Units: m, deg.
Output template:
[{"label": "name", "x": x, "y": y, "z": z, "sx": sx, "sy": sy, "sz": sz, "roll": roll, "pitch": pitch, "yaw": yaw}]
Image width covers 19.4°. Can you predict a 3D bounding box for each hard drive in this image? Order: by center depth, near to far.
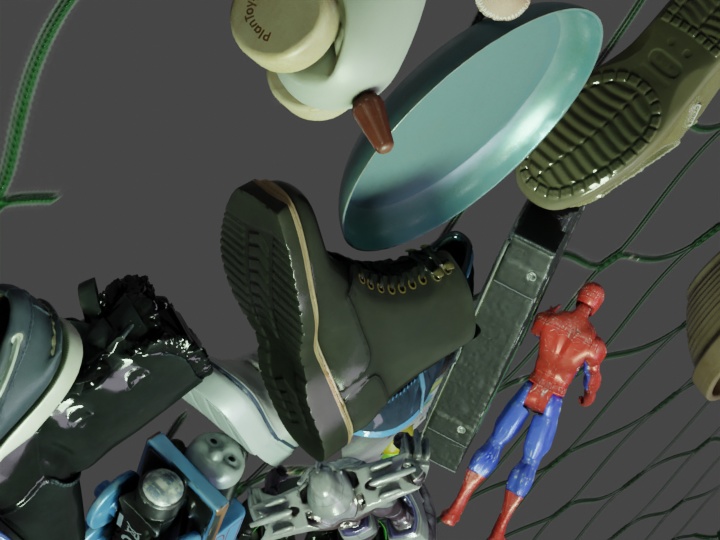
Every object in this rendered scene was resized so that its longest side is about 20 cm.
[{"label": "hard drive", "x": 0.102, "y": 0.025, "z": 1.454, "sx": 0.140, "sy": 0.038, "sz": 0.201, "roll": -55, "pitch": 169, "yaw": -53}]

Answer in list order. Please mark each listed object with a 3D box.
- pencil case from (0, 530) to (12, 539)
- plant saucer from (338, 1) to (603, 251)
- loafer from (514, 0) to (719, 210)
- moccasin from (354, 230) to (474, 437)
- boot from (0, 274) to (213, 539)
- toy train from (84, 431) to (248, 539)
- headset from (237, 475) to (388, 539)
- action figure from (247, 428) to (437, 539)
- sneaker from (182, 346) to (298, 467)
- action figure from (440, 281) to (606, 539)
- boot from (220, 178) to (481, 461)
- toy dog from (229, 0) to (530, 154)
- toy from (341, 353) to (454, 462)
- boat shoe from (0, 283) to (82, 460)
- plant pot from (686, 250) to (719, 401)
[{"label": "pencil case", "x": -0.243, "y": 0.196, "z": 1.145, "sx": 0.086, "sy": 0.079, "sz": 0.200, "roll": 5, "pitch": 156, "yaw": -36}, {"label": "plant saucer", "x": 0.061, "y": -0.090, "z": 1.254, "sx": 0.199, "sy": 0.027, "sz": 0.200, "roll": -35, "pitch": 160, "yaw": -14}, {"label": "loafer", "x": 0.187, "y": -0.108, "z": 1.378, "sx": 0.200, "sy": 0.076, "sz": 0.067, "roll": -41, "pitch": 155, "yaw": 1}, {"label": "moccasin", "x": 0.023, "y": 0.033, "z": 1.368, "sx": 0.200, "sy": 0.080, "sz": 0.069, "roll": -61, "pitch": 167, "yaw": -57}, {"label": "boot", "x": -0.153, "y": 0.088, "z": 1.178, "sx": 0.162, "sy": 0.073, "sz": 0.198, "roll": -39, "pitch": 157, "yaw": -3}, {"label": "toy train", "x": -0.131, "y": 0.180, "z": 1.411, "sx": 0.114, "sy": 0.087, "sz": 0.201, "roll": -38, "pitch": 161, "yaw": -36}, {"label": "headset", "x": -0.045, "y": 0.205, "z": 1.622, "sx": 0.122, "sy": 0.095, "sz": 0.201, "roll": 6, "pitch": 142, "yaw": -17}, {"label": "action figure", "x": -0.007, "y": 0.151, "z": 1.422, "sx": 0.129, "sy": 0.070, "sz": 0.200, "roll": -9, "pitch": 165, "yaw": 12}, {"label": "sneaker", "x": -0.066, "y": 0.073, "z": 1.331, "sx": 0.071, "sy": 0.073, "sz": 0.200, "roll": -52, "pitch": 169, "yaw": -4}, {"label": "action figure", "x": 0.131, "y": 0.099, "z": 1.536, "sx": 0.201, "sy": 0.065, "sz": 0.099, "roll": -64, "pitch": 168, "yaw": 8}, {"label": "boot", "x": 0.000, "y": 0.000, "z": 1.224, "sx": 0.138, "sy": 0.077, "sz": 0.201, "roll": -34, "pitch": 141, "yaw": -21}, {"label": "toy dog", "x": 0.031, "y": -0.134, "z": 0.991, "sx": 0.200, "sy": 0.096, "sz": 0.132, "roll": -49, "pitch": 160, "yaw": 24}, {"label": "toy", "x": 0.016, "y": 0.096, "z": 1.551, "sx": 0.115, "sy": 0.047, "sz": 0.200, "roll": -43, "pitch": 164, "yaw": -12}, {"label": "boat shoe", "x": -0.219, "y": 0.095, "z": 1.049, "sx": 0.200, "sy": 0.075, "sz": 0.062, "roll": -49, "pitch": 141, "yaw": -1}, {"label": "plant pot", "x": 0.378, "y": 0.024, "z": 2.011, "sx": 0.200, "sy": 0.093, "sz": 0.201, "roll": -35, "pitch": 161, "yaw": -14}]
